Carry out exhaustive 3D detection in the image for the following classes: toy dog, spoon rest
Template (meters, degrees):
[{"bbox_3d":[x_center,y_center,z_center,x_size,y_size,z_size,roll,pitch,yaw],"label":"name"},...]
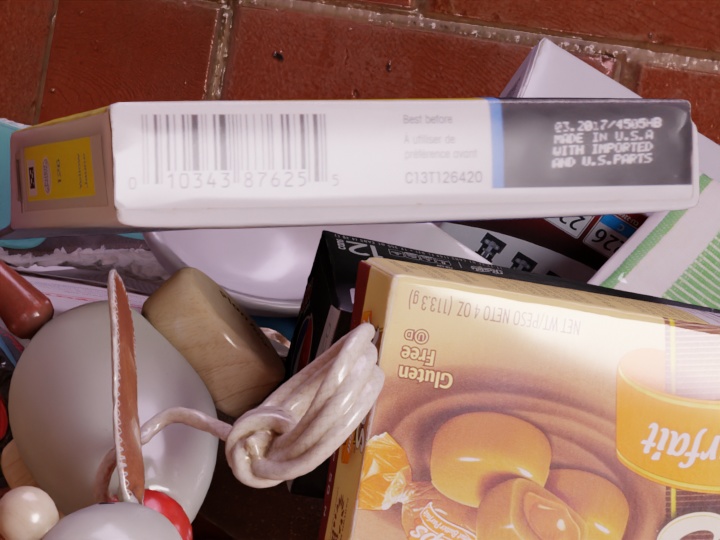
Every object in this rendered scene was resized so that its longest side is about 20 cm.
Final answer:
[{"bbox_3d":[-0.083,0.042,0.686,0.096,0.132,0.200,42,-12,-9],"label":"toy dog"},{"bbox_3d":[0.000,0.000,0.935,0.200,0.100,0.061,31,-42,-9],"label":"spoon rest"}]

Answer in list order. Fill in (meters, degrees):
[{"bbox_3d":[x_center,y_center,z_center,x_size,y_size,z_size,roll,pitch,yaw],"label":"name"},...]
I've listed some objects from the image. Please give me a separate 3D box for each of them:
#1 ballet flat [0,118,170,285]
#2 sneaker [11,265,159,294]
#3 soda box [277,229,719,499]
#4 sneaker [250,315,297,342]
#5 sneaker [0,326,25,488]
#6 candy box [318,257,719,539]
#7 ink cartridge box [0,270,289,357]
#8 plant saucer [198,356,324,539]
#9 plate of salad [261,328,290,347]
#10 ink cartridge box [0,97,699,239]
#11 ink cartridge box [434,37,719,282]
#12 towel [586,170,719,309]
[{"bbox_3d":[-0.130,-0.021,1.048,0.199,0.072,0.072,11,3,-4],"label":"ballet flat"},{"bbox_3d":[-0.165,0.023,1.141,0.200,0.074,0.115,14,-3,-34],"label":"sneaker"},{"bbox_3d":[0.077,0.047,0.758,0.199,0.071,0.063,11,22,-10],"label":"soda box"},{"bbox_3d":[0.026,0.050,1.011,0.200,0.082,0.073,41,-40,-6],"label":"sneaker"},{"bbox_3d":[-0.166,0.035,0.861,0.200,0.080,0.095,13,2,43],"label":"sneaker"},{"bbox_3d":[0.091,0.070,0.695,0.199,0.116,0.055,9,5,-11],"label":"candy box"},{"bbox_3d":[-0.119,0.042,0.978,0.116,0.068,0.200,9,2,-27],"label":"ink cartridge box"},{"bbox_3d":[0.028,0.072,0.838,0.200,0.037,0.200,15,14,-4],"label":"plant saucer"},{"bbox_3d":[0.008,0.044,1.119,0.200,0.048,0.200,28,8,-4],"label":"plate of salad"},{"bbox_3d":[-0.016,-0.036,0.811,0.197,0.047,0.200,-4,4,-21],"label":"ink cartridge box"},{"bbox_3d":[0.117,0.023,1.075,0.200,0.176,0.084,30,40,-5],"label":"ink cartridge box"},{"bbox_3d":[0.189,0.032,0.916,0.200,0.023,0.153,23,39,21],"label":"towel"}]
